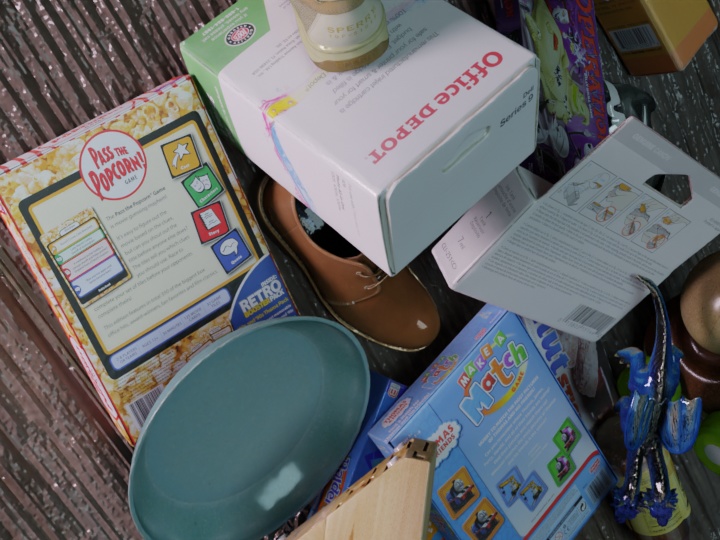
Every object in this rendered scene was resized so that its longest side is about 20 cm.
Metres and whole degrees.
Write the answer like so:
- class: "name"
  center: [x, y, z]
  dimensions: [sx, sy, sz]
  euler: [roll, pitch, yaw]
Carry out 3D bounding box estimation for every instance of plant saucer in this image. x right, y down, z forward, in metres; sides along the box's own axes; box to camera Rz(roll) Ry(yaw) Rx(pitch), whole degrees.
- class: "plant saucer"
  center: [-0.081, 0.112, 0.673]
  dimensions: [0.197, 0.036, 0.203]
  euler: [-25, 133, -29]

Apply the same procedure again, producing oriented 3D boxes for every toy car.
- class: "toy car"
  center: [0.336, 0.044, 0.819]
  dimensions: [0.163, 0.157, 0.202]
  euler: [-37, 149, -29]

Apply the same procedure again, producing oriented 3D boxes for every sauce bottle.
- class: "sauce bottle"
  center: [0.275, 0.220, 0.892]
  dimensions: [0.066, 0.066, 0.202]
  euler: [-42, 126, -18]

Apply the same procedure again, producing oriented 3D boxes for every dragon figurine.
- class: "dragon figurine"
  center: [0.238, 0.111, 0.761]
  dimensions: [0.057, 0.100, 0.204]
  euler: [4, 120, 4]

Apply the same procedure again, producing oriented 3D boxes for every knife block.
- class: "knife block"
  center: [0.018, 0.246, 0.670]
  dimensions: [0.199, 0.064, 0.177]
  euler: [-38, 87, 9]

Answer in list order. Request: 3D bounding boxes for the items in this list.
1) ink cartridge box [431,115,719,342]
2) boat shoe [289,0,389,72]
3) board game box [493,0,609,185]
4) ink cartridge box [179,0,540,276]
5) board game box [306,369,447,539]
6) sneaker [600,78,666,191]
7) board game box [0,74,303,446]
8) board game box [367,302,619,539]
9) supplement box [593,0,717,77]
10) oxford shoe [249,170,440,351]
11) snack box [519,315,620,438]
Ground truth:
- class: "ink cartridge box"
  center: [0.179, -0.033, 0.715]
  dimensions: [0.198, 0.045, 0.176]
  euler: [19, 125, -42]
- class: "boat shoe"
  center: [-0.038, -0.212, 0.608]
  dimensions: [0.072, 0.203, 0.064]
  euler: [-20, 143, -3]
- class: "board game box"
  center: [0.155, -0.155, 0.756]
  dimensions: [0.119, 0.032, 0.205]
  euler: [12, 69, -48]
- class: "ink cartridge box"
  center: [0.001, -0.116, 0.627]
  dimensions: [0.145, 0.199, 0.088]
  euler: [-41, 147, -18]
- class: "board game box"
  center: [0.034, 0.203, 0.774]
  dimensions: [0.150, 0.045, 0.204]
  euler: [24, 85, -29]
- class: "sneaker"
  center: [0.236, -0.070, 0.841]
  dimensions: [0.089, 0.066, 0.205]
  euler: [-6, 96, -25]
- class: "board game box"
  center: [-0.142, -0.008, 0.652]
  dimensions: [0.150, 0.046, 0.203]
  euler: [-31, 110, -22]
- class: "board game box"
  center: [0.114, 0.152, 0.766]
  dimensions: [0.151, 0.036, 0.202]
  euler: [-43, 114, -20]
- class: "supplement box"
  center: [0.227, -0.268, 0.814]
  dimensions: [0.067, 0.068, 0.201]
  euler: [-46, 116, -17]
- class: "oxford shoe"
  center: [0.000, 0.000, 0.719]
  dimensions: [0.200, 0.071, 0.072]
  euler: [42, 75, -27]
- class: "snack box"
  center: [0.179, 0.062, 0.848]
  dimensions: [0.071, 0.024, 0.203]
  euler: [-31, 110, -22]
